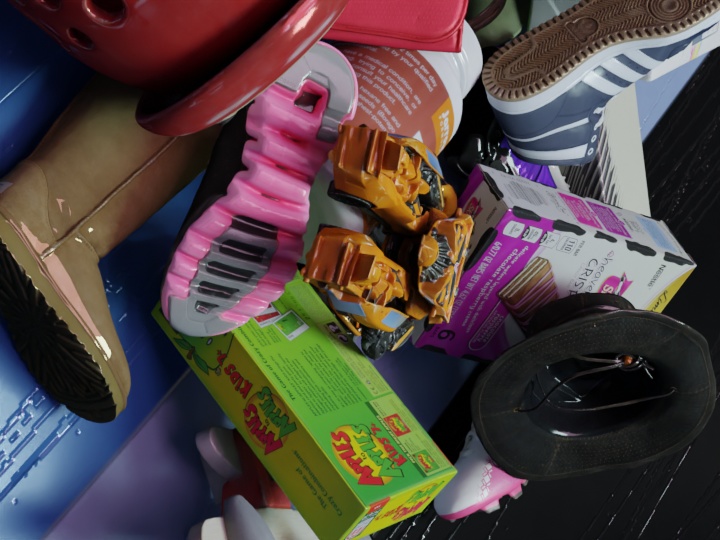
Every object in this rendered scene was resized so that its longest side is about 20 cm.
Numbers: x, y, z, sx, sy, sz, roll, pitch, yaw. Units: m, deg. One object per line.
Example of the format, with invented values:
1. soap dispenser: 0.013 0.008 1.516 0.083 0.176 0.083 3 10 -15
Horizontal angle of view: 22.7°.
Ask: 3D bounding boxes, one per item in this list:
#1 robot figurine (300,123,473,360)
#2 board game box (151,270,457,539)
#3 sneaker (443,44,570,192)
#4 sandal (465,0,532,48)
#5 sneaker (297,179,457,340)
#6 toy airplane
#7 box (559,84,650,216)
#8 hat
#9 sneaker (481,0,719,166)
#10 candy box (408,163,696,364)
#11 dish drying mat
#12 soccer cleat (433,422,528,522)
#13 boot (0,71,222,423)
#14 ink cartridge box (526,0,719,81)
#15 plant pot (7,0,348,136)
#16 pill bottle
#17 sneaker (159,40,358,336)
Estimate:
1. robot figurine: 0.022 -0.018 1.154 0.200 0.058 0.146 31 72 -68
2. board game box: -0.037 0.079 1.171 0.101 0.048 0.200 -13 58 -51
3. sneaker: 0.109 -0.078 1.417 0.099 0.069 0.201 -14 96 -39
4. sandal: 0.075 -0.210 1.380 0.200 0.057 0.080 -6 94 -48
5. sneaker: 0.000 0.000 1.284 0.078 0.077 0.201 50 57 -37
6. toy airplane: -0.044 0.189 1.185 0.200 0.140 0.200 -64 144 -49
7. box: 0.188 -0.071 1.486 0.068 0.082 0.201 -17 100 -45
8. hat: 0.166 0.070 1.330 0.200 0.200 0.081 37 31 -40
9. sneaker: 0.189 -0.150 1.345 0.199 0.070 0.109 -26 143 -4
10. candy box: 0.139 0.009 1.370 0.199 0.061 0.137 13 122 -36
11. dish drying mat: -0.024 -0.195 1.211 0.199 0.018 0.077 6 95 -10
12. soccer cleat: 0.111 0.125 1.419 0.200 0.070 0.087 -31 98 -46
13. boot: -0.146 -0.030 1.136 0.200 0.066 0.176 -49 125 -38
14. ink cartridge box: 0.233 -0.219 1.486 0.200 0.117 0.068 -29 130 -53
15. plant pot: -0.106 -0.197 1.055 0.183 0.200 0.201 46 56 -19
16. pill bottle: 0.001 -0.104 1.260 0.200 0.112 0.113 -49 123 -35
17. sneaker: -0.072 -0.054 1.136 0.079 0.095 0.201 27 91 -27
